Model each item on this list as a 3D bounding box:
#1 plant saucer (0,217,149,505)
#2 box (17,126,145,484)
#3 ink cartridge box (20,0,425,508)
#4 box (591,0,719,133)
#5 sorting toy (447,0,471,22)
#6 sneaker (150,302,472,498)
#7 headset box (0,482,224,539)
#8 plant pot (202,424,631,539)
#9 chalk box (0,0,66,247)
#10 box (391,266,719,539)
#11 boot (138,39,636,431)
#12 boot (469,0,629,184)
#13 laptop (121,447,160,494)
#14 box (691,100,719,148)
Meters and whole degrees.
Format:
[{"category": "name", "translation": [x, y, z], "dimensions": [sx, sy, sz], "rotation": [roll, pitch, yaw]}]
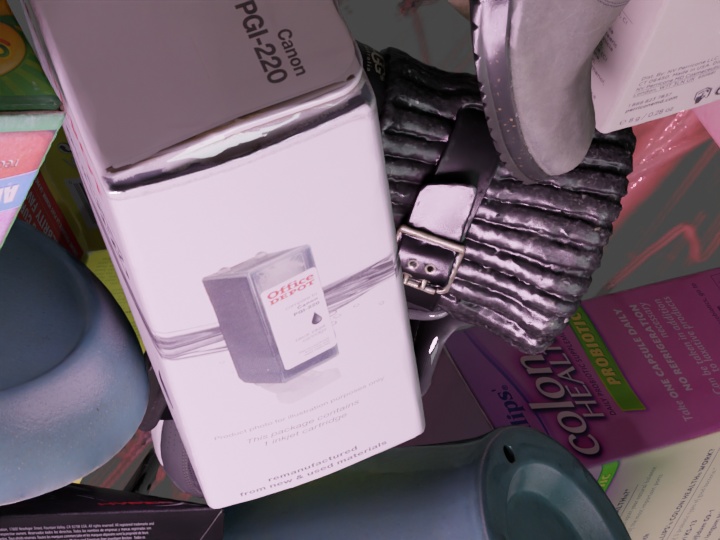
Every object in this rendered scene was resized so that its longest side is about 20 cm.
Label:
[{"category": "plant saucer", "translation": [-0.166, 0.014, 0.821], "dimensions": [0.199, 0.200, 0.028], "rotation": [-7, 122, -34]}, {"category": "box", "translation": [-0.131, 0.033, 0.986], "dimensions": [0.050, 0.075, 0.200], "rotation": [-5, 142, -36]}, {"category": "ink cartridge box", "translation": [-0.047, -0.038, 0.785], "dimensions": [0.084, 0.146, 0.200], "rotation": [-20, 148, -8]}, {"category": "box", "translation": [0.121, -0.146, 0.880], "dimensions": [0.068, 0.082, 0.200], "rotation": [-16, 151, -27]}, {"category": "sorting toy", "translation": [0.074, -0.185, 0.893], "dimensions": [0.185, 0.037, 0.200], "rotation": [-37, 153, 10]}, {"category": "sneaker", "translation": [-0.020, 0.041, 1.081], "dimensions": [0.074, 0.085, 0.200], "rotation": [6, 133, -44]}, {"category": "headset box", "translation": [-0.166, 0.108, 0.854], "dimensions": [0.148, 0.075, 0.200], "rotation": [3, 180, -43]}, {"category": "plant pot", "translation": [0.021, 0.164, 1.113], "dimensions": [0.188, 0.201, 0.200], "rotation": [-30, 153, 29]}, {"category": "chalk box", "translation": [-0.175, -0.041, 0.716], "dimensions": [0.124, 0.200, 0.124], "rotation": [-5, 140, -38]}, {"category": "box", "translation": [0.120, 0.102, 1.281], "dimensions": [0.199, 0.097, 0.176], "rotation": [-14, 145, -28]}, {"category": "boot", "translation": [0.000, 0.001, 0.991], "dimensions": [0.157, 0.080, 0.211], "rotation": [18, 129, -20]}, {"category": "boot", "translation": [0.097, -0.104, 0.811], "dimensions": [0.130, 0.068, 0.200], "rotation": [-8, 143, 7]}, {"category": "laptop", "translation": [-0.189, 0.168, 1.088], "dimensions": [0.187, 0.115, 0.201], "rotation": [-65, 179, -78]}, {"category": "box", "translation": [0.247, -0.056, 1.060], "dimensions": [0.109, 0.200, 0.128], "rotation": [1, 137, -43]}]
